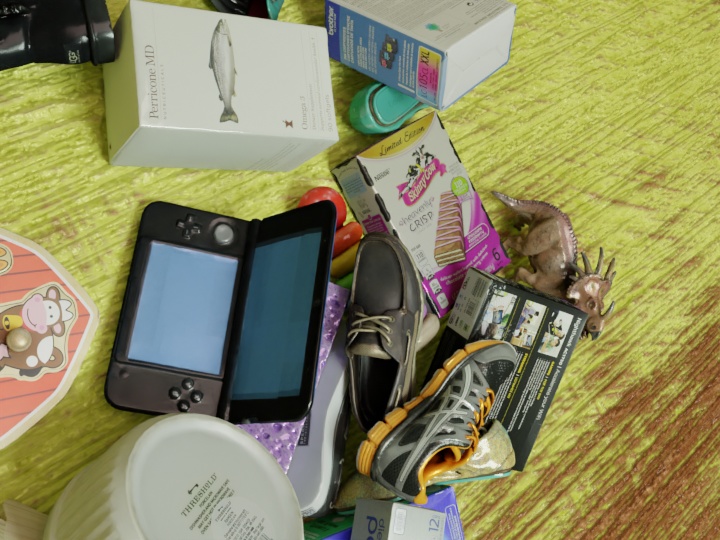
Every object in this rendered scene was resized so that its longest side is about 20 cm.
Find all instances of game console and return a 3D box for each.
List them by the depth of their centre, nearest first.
[{"bbox_3d":[-0.125,0.028,0.707,0.168,0.118,0.203,12,69,-14],"label":"game console"}]

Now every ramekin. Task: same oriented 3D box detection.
[{"bbox_3d":[-0.137,0.209,0.630,0.199,0.105,0.201,32,29,-20],"label":"ramekin"}]

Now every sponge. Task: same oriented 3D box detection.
[{"bbox_3d":[-0.092,0.094,0.771,0.110,0.030,0.203,21,69,-2],"label":"sponge"}]

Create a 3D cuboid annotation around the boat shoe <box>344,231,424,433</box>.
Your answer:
[{"bbox_3d":[0.022,0.065,0.774,0.073,0.073,0.204,-31,118,-71],"label":"boat shoe"}]

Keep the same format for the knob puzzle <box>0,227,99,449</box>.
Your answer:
[{"bbox_3d":[-0.316,0.050,0.662,0.217,0.030,0.224,7,77,-31],"label":"knob puzzle"}]

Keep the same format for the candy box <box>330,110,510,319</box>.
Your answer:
[{"bbox_3d":[0.073,-0.062,0.909,0.136,0.061,0.202,-34,99,-32],"label":"candy box"}]

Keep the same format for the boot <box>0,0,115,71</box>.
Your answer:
[{"bbox_3d":[-0.316,-0.257,0.691,0.166,0.077,0.203,-11,72,-22],"label":"boot"}]

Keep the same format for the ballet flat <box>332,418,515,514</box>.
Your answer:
[{"bbox_3d":[0.060,0.194,0.813,0.197,0.071,0.072,-11,86,-7],"label":"ballet flat"}]

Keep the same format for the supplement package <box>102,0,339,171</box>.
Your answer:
[{"bbox_3d":[-0.136,-0.169,0.765,0.197,0.117,0.119,-3,83,-32],"label":"supplement package"}]

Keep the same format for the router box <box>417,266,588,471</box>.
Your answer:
[{"bbox_3d":[0.151,0.115,0.883,0.147,0.051,0.203,18,99,-28],"label":"router box"}]

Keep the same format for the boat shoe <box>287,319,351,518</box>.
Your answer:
[{"bbox_3d":[-0.041,0.147,0.803,0.057,0.068,0.203,50,44,-55],"label":"boat shoe"}]

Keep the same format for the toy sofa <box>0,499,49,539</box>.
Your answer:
[{"bbox_3d":[-0.230,0.275,0.653,0.198,0.097,0.084,30,91,-24],"label":"toy sofa"}]

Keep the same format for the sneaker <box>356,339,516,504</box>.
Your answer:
[{"bbox_3d":[0.089,0.146,0.770,0.199,0.077,0.079,-40,144,-20],"label":"sneaker"}]

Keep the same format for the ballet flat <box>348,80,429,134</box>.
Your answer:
[{"bbox_3d":[0.058,-0.213,0.923,0.199,0.070,0.068,-34,110,-35],"label":"ballet flat"}]

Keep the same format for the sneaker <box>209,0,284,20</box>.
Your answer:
[{"bbox_3d":[-0.084,-0.305,0.842,0.197,0.083,0.123,4,73,-23],"label":"sneaker"}]

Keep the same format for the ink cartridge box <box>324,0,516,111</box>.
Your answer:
[{"bbox_3d":[0.051,-0.269,0.871,0.199,0.077,0.136,34,53,25],"label":"ink cartridge box"}]

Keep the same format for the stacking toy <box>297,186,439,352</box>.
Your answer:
[{"bbox_3d":[0.000,0.000,0.844,0.085,0.085,0.202,-37,97,-31],"label":"stacking toy"}]

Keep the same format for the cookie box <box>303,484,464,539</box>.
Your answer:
[{"bbox_3d":[0.016,0.324,0.791,0.197,0.075,0.174,-10,86,-33],"label":"cookie box"}]

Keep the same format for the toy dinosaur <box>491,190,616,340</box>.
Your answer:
[{"bbox_3d":[0.238,-0.021,0.961,0.085,0.135,0.203,-25,94,-32],"label":"toy dinosaur"}]

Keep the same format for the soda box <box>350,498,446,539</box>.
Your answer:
[{"bbox_3d":[0.021,0.313,0.711,0.063,0.068,0.203,19,71,-27],"label":"soda box"}]
